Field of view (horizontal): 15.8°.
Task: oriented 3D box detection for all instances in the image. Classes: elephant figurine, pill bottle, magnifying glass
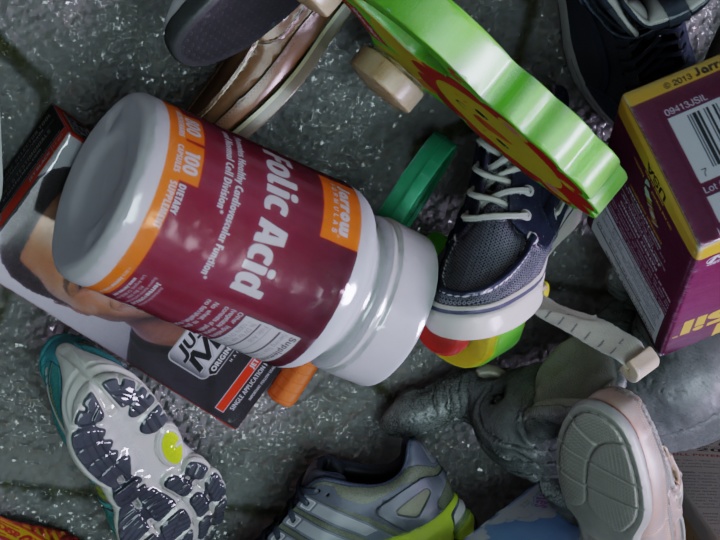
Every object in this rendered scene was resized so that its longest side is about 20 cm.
[{"bbox_3d":[0.139,0.089,1.621,0.200,0.155,0.142,-34,93,-13],"label":"elephant figurine"},{"bbox_3d":[-0.063,-0.013,1.477,0.200,0.114,0.114,23,103,-25],"label":"pill bottle"},{"bbox_3d":[0.000,0.000,1.598,0.022,0.080,0.200,32,111,5],"label":"magnifying glass"}]

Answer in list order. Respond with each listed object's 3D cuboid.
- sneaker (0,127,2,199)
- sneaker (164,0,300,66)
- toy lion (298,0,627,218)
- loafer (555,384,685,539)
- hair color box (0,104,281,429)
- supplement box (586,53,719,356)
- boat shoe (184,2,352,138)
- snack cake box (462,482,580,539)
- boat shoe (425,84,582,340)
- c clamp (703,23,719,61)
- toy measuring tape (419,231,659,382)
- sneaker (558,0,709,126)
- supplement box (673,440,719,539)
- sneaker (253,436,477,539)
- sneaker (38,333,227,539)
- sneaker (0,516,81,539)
[{"bbox_3d":[-0.281,-0.110,1.457,0.146,0.081,0.201,-10,119,-17],"label":"sneaker"},{"bbox_3d":[-0.059,-0.214,1.467,0.201,0.108,0.067,-46,154,-1],"label":"sneaker"},{"bbox_3d":[0.060,-0.108,1.433,0.069,0.192,0.200,-49,148,-2],"label":"toy lion"},{"bbox_3d":[0.163,0.137,1.558,0.063,0.072,0.200,-38,138,-29],"label":"loafer"},{"bbox_3d":[-0.128,0.000,1.558,0.200,0.061,0.102,33,99,-24],"label":"hair color box"},{"bbox_3d":[0.216,-0.045,1.494,0.131,0.200,0.103,-23,73,-7],"label":"supplement box"},{"bbox_3d":[-0.048,-0.154,1.522,0.068,0.072,0.200,42,86,-22],"label":"boat shoe"},{"bbox_3d":[0.110,0.210,1.643,0.067,0.200,0.115,14,111,25],"label":"snack cake box"},{"bbox_3d":[0.081,-0.040,1.540,0.074,0.200,0.093,1,117,18],"label":"boat shoe"},{"bbox_3d":[0.239,-0.126,1.570,0.027,0.200,0.171,35,96,20],"label":"c clamp"},{"bbox_3d":[0.094,0.039,1.580,0.073,0.200,0.074,-32,136,-37],"label":"toy measuring tape"},{"bbox_3d":[0.172,-0.141,1.546,0.077,0.146,0.203,-30,117,-6],"label":"sneaker"},{"bbox_3d":[0.232,0.204,1.668,0.073,0.200,0.126,3,111,-14],"label":"supplement box"},{"bbox_3d":[-0.031,0.163,1.646,0.199,0.074,0.081,-21,102,1],"label":"sneaker"},{"bbox_3d":[-0.140,0.112,1.592,0.077,0.080,0.200,-34,136,-14],"label":"sneaker"},{"bbox_3d":[-0.223,0.196,1.615,0.200,0.073,0.077,28,125,-23],"label":"sneaker"}]
